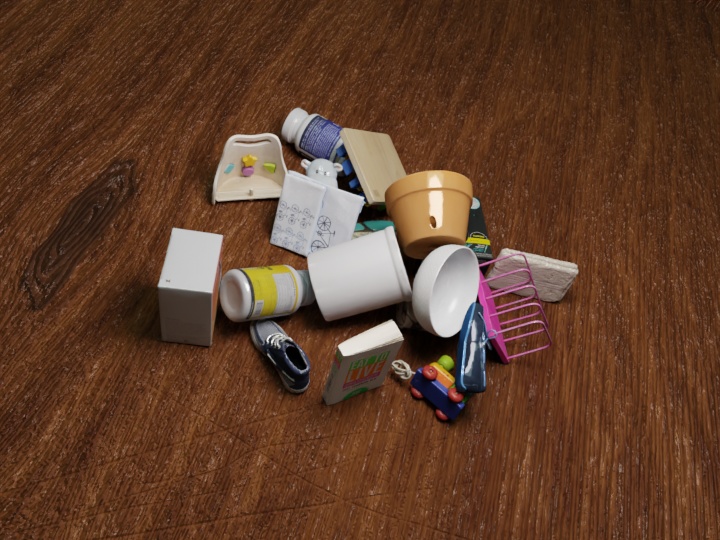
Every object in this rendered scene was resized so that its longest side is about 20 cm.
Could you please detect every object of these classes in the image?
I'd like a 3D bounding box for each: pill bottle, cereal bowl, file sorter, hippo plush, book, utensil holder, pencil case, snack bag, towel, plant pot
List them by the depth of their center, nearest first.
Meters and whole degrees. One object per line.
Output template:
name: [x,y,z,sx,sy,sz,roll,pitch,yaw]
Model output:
book: [-0.001,0.192,1.393,0.133,0.200,0.048,-18,59,-25]
cereal bowl: [0.173,0.039,1.485,0.083,0.201,0.200,14,43,38]
pill bottle: [-0.196,0.046,1.497,0.199,0.112,0.112,-6,52,-43]
utensil holder: [-0.001,0.009,1.521,0.199,0.170,0.171,-15,54,4]
plant pot: [0.158,-0.113,1.534,0.199,0.200,0.141,0,68,-13]
file sorter: [0.348,0.081,1.576,0.125,0.139,0.201,-19,52,16]
pencil case: [0.180,0.099,1.589,0.199,0.078,0.090,6,53,-9]
snack bag: [-0.104,-0.116,1.623,0.199,0.189,0.021,21,23,7]
towel: [0.417,0.011,1.679,0.199,0.133,0.035,14,49,-3]
hippo plush: [-0.078,-0.195,1.701,0.158,0.161,0.201,9,51,-6]
pill bottle: [-0.104,-0.346,1.842,0.199,0.116,0.116,31,52,10]

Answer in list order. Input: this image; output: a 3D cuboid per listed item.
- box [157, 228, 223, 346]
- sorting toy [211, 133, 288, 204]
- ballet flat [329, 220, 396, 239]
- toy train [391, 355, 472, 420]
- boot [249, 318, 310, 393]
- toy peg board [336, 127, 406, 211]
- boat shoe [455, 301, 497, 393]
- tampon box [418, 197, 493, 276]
box: [-0.349,0.038,1.428,0.106,0.200,0.153,8,52,-8]
sorting toy: [-0.269,-0.261,1.694,0.199,0.180,0.107,-5,54,-18]
ballet flat: [0.007,-0.087,1.704,0.199,0.063,0.067,-2,31,-28]
toy train: [0.158,0.219,1.494,0.200,0.085,0.116,40,44,18]
boot: [-0.165,0.157,1.451,0.073,0.091,0.200,-26,63,-29]
toy peg board: [0.020,-0.239,1.738,0.199,0.098,0.201,-8,71,-54]
boat shoe: [0.244,0.167,1.460,0.068,0.084,0.201,14,68,-3]
tampon box: [0.224,-0.074,1.702,0.149,0.127,0.201,3,53,-11]
